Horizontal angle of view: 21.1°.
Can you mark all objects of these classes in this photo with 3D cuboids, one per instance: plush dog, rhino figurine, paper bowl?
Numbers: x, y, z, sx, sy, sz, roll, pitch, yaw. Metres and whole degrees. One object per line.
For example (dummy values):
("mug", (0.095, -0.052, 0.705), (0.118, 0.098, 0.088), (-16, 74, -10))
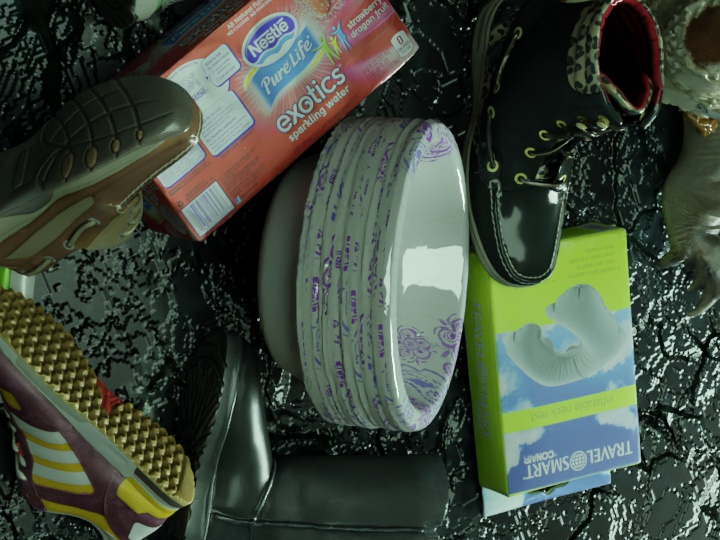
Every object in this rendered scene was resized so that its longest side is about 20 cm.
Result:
("plush dog", (0.249, -0.201, 1.354), (0.160, 0.199, 0.173), (34, 82, -45))
("rhino figurine", (0.270, -0.063, 1.442), (0.087, 0.060, 0.202), (14, 91, -11))
("paper bowl", (0.000, 0.000, 1.254), (0.103, 0.201, 0.203), (5, 96, 17))

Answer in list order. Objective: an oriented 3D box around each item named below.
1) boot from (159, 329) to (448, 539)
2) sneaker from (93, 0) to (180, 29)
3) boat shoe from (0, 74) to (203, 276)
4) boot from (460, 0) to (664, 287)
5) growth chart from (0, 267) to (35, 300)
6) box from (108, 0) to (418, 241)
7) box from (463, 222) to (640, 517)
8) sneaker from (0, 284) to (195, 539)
("boot", (-0.026, 0.131, 1.311), (0.198, 0.066, 0.166), (9, 101, -25))
("sneaker", (-0.131, -0.256, 1.211), (0.088, 0.077, 0.202), (-13, 108, -39))
("boat shoe", (-0.161, -0.052, 1.146), (0.072, 0.199, 0.076), (37, 46, -34))
("boot", (0.133, -0.087, 1.280), (0.073, 0.153, 0.206), (-3, 95, -27))
("growth chart", (-0.287, -0.005, 1.185), (0.199, 0.018, 0.146), (-6, 100, -29))
("box", (-0.075, -0.121, 1.234), (0.200, 0.095, 0.100), (-43, 112, -16))
("box", (0.139, 0.074, 1.402), (0.121, 0.048, 0.202), (-10, 101, -26))
("sneaker", (-0.197, 0.099, 1.208), (0.090, 0.075, 0.200), (-36, 109, 17))
